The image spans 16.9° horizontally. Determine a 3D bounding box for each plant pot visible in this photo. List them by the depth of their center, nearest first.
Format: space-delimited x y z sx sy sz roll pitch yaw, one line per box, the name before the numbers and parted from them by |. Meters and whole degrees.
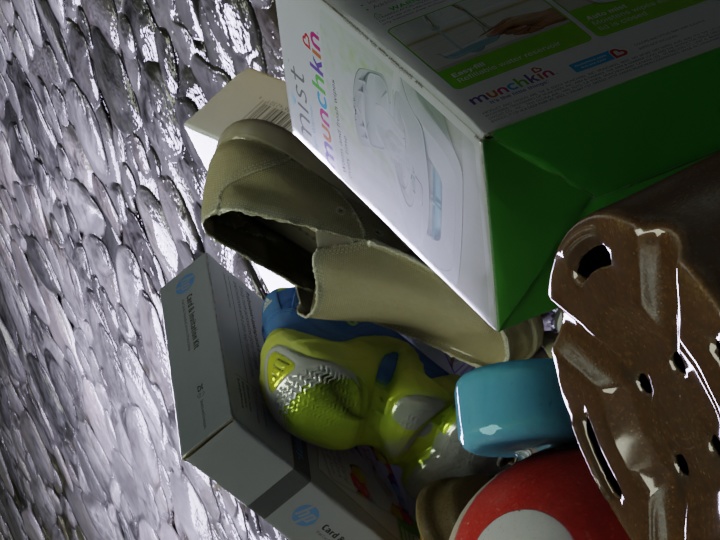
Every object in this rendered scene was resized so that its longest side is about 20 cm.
plant pot | 0.186 0.019 0.851 0.200 0.198 0.200 53 155 38

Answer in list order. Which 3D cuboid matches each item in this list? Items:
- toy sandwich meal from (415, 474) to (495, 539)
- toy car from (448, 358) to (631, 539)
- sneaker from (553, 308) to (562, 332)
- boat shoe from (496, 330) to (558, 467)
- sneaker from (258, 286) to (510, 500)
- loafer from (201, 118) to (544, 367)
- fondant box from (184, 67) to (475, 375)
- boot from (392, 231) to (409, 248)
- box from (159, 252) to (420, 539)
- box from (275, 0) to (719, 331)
toy sandwich meal | 0.095 0.183 1.271 0.070 0.205 0.205 -54 48 18
toy car | 0.145 0.114 0.974 0.200 0.177 0.184 145 122 -64
sneaker | 0.153 0.018 1.123 0.092 0.076 0.200 50 161 14
boat shoe | 0.102 0.084 1.241 0.075 0.073 0.200 48 180 -8
sneaker | 0.022 0.060 1.327 0.200 0.076 0.105 30 -152 -40
loafer | 0.000 0.000 1.255 0.200 0.068 0.076 31 149 7
fondant box | -0.003 -0.010 1.392 0.144 0.058 0.200 25 151 44
boot | 0.027 -0.102 1.197 0.200 0.070 0.132 59 162 22
box | -0.025 0.099 1.344 0.200 0.041 0.156 42 -161 -30
box | 0.091 -0.088 0.984 0.176 0.200 0.097 44 148 48
